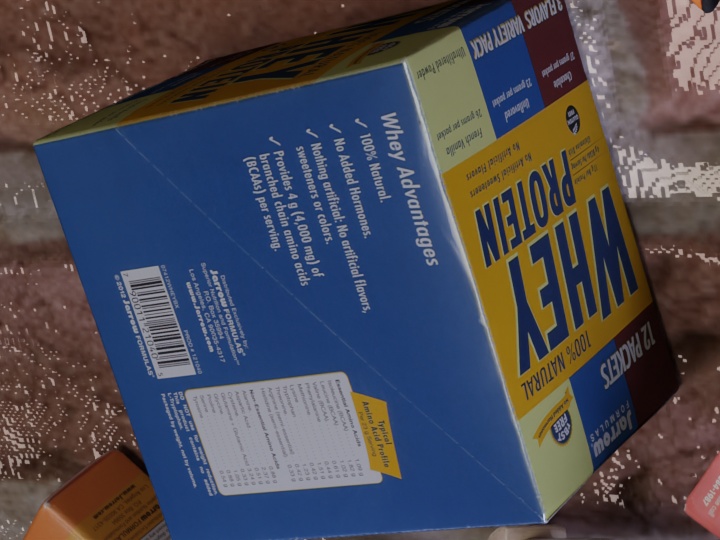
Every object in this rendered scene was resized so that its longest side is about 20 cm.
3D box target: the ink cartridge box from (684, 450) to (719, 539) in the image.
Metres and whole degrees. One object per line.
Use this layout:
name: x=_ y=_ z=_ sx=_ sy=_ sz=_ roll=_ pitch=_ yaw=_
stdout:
ink cartridge box: x=0.247 y=0.106 z=0.840 sx=0.200 sy=0.067 sz=0.117 roll=38 pitch=126 yaw=15

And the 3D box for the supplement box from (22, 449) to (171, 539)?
supplement box: x=-0.087 y=0.190 z=1.095 sx=0.200 sy=0.069 sz=0.067 roll=40 pitch=129 yaw=9

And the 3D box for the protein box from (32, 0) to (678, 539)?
protein box: x=0.000 y=0.000 z=0.909 sx=0.200 sy=0.135 sz=0.199 roll=-9 pitch=105 yaw=35

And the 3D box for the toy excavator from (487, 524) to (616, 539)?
toy excavator: x=0.131 y=0.169 z=0.884 sx=0.195 sy=0.100 sz=0.200 roll=-52 pitch=42 yaw=47

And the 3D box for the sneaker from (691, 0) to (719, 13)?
sneaker: x=0.188 y=-0.159 z=0.768 sx=0.200 sy=0.070 sz=0.090 roll=-18 pitch=115 yaw=37
